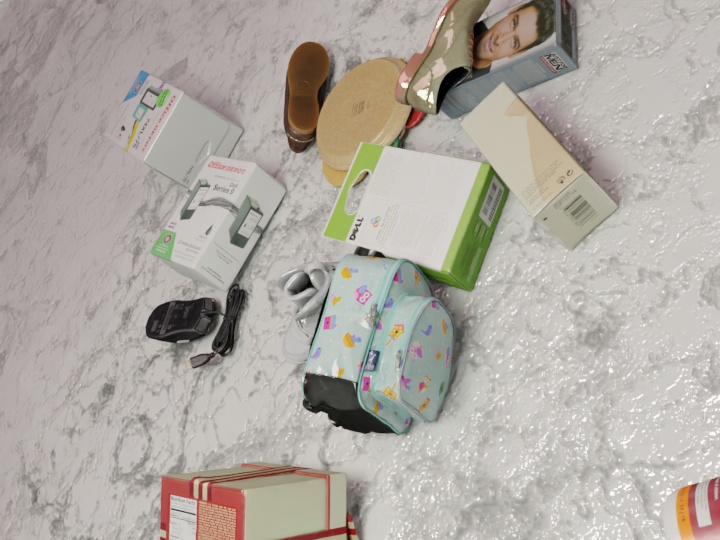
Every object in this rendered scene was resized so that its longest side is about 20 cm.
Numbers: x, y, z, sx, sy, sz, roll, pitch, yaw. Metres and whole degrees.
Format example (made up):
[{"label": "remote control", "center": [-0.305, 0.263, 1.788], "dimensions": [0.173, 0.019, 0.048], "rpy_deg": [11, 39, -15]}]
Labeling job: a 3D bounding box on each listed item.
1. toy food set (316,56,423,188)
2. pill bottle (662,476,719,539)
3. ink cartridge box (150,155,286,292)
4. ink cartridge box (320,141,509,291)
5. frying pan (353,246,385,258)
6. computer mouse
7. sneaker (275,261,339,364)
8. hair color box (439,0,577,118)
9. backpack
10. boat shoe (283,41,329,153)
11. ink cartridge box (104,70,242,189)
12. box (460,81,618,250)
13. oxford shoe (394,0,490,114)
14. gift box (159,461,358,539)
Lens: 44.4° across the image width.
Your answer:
[{"label": "toy food set", "center": [0.012, -0.234, 1.339], "dimensions": [0.197, 0.049, 0.201], "rpy_deg": [-28, 50, 30]}, {"label": "pill bottle", "center": [0.356, 0.204, 0.702], "dimensions": [0.199, 0.113, 0.114], "rpy_deg": [-29, 50, 31]}, {"label": "ink cartridge box", "center": [-0.234, -0.082, 1.449], "dimensions": [0.145, 0.084, 0.201], "rpy_deg": [15, 71, 46]}, {"label": "ink cartridge box", "center": [0.069, -0.075, 1.137], "dimensions": [0.199, 0.076, 0.149], "rpy_deg": [16, 79, 34]}, {"label": "frying pan", "center": [0.005, 0.012, 1.217], "dimensions": [0.190, 0.031, 0.115], "rpy_deg": [-42, 46, 24]}, {"label": "computer mouse", "center": [-0.269, 0.106, 1.423], "dimensions": [0.199, 0.046, 0.141], "rpy_deg": [-14, 50, 27]}, {"label": "sneaker", "center": [-0.074, 0.053, 1.186], "dimensions": [0.200, 0.114, 0.075], "rpy_deg": [-49, 56, 30]}, {"label": "hair color box", "center": [0.189, -0.290, 1.187], "dimensions": [0.199, 0.060, 0.100], "rpy_deg": [-16, 57, 37]}, {"label": "backpack", "center": [0.028, 0.083, 1.052], "dimensions": [0.152, 0.176, 0.202], "rpy_deg": [-3, 66, 25]}, {"label": "boat shoe", "center": [-0.095, -0.287, 1.460], "dimensions": [0.070, 0.070, 0.201], "rpy_deg": [109, 171, -59]}, {"label": "ink cartridge box", "center": [-0.347, -0.254, 1.627], "dimensions": [0.200, 0.146, 0.147], "rpy_deg": [31, 91, 48]}, {"label": "box", "center": [0.208, -0.128, 1.052], "dimensions": [0.078, 0.095, 0.201], "rpy_deg": [-43, 45, 16]}, {"label": "oxford shoe", "center": [0.128, -0.294, 1.170], "dimensions": [0.074, 0.071, 0.201], "rpy_deg": [33, 92, 24]}, {"label": "gift box", "center": [-0.124, 0.335, 1.053], "dimensions": [0.184, 0.186, 0.202], "rpy_deg": [2, 89, 43]}]
